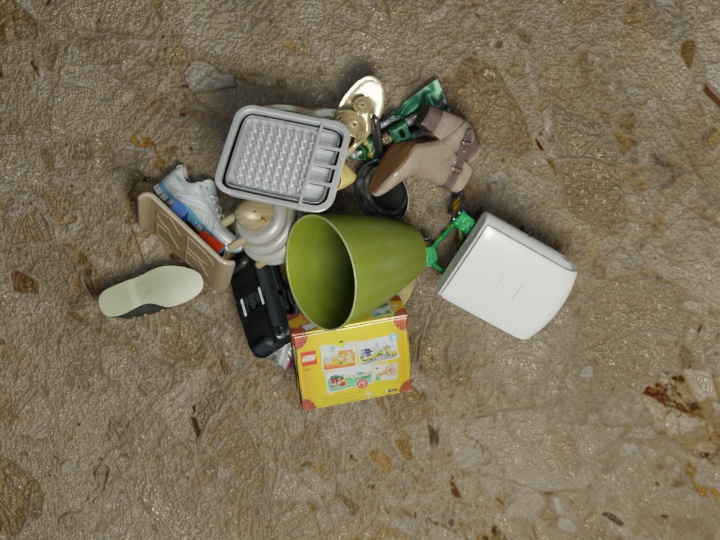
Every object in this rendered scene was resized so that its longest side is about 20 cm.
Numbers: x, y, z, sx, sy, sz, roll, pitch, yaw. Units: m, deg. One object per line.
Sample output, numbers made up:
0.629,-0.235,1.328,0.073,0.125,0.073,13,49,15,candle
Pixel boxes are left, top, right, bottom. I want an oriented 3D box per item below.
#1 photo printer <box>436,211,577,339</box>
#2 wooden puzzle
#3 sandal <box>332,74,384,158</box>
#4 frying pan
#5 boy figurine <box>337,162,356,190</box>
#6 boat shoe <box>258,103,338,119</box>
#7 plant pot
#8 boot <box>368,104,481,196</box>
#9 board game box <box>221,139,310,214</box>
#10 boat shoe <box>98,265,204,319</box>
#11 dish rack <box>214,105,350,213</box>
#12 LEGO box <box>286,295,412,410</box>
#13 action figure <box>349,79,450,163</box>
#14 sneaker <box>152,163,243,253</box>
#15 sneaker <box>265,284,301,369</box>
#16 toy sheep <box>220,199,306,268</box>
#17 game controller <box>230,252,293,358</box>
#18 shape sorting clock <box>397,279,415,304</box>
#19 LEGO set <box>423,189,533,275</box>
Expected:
0.250,0.016,1.620,0.198,0.070,0.167,28,116,-11,photo printer
-0.302,-0.056,1.707,0.199,0.185,0.047,38,71,0,wooden puzzle
-0.023,-0.231,1.661,0.077,0.070,0.213,32,106,-18,sandal
0.027,-0.173,1.702,0.114,0.031,0.193,-12,104,41,frying pan
-0.105,-0.180,1.650,0.197,0.064,0.126,24,114,9,boy figurine
-0.109,-0.255,1.718,0.196,0.072,0.073,4,94,-1,boat shoe
0.008,-0.016,1.602,0.186,0.198,0.191,20,117,46,plant pot
0.120,-0.178,1.651,0.146,0.070,0.201,35,94,-34,boot
-0.156,-0.155,1.719,0.118,0.032,0.203,-17,105,15,board game box
-0.376,0.040,1.771,0.198,0.063,0.075,-15,82,9,boat shoe
-0.124,-0.175,1.574,0.196,0.044,0.174,12,66,4,dish rack
-0.017,0.139,1.644,0.196,0.077,0.151,-9,116,-8,LEGO box
0.069,-0.240,1.710,0.197,0.055,0.120,-24,93,10,action figure
-0.277,-0.114,1.745,0.199,0.075,0.087,41,92,1,sneaker
-0.143,0.073,1.745,0.086,0.074,0.203,14,97,3,sneaker
-0.151,-0.071,1.651,0.136,0.200,0.140,-7,72,23,toy sheep
-0.176,0.051,1.714,0.104,0.042,0.203,-37,58,31,game controller
0.000,0.000,1.713,0.196,0.039,0.204,0,73,-1,shape sorting clock
0.194,-0.044,1.700,0.198,0.116,0.155,28,116,-10,LEGO set
